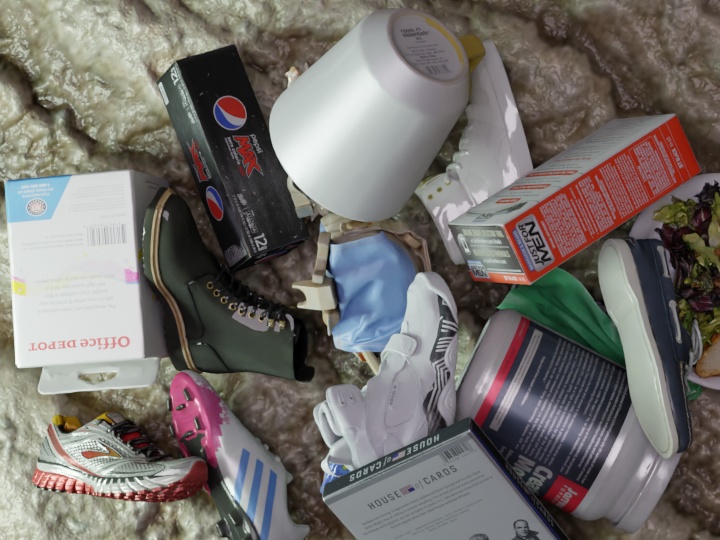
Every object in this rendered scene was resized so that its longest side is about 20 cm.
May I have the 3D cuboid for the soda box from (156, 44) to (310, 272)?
[{"bbox_3d":[-0.121,-0.106,1.725,0.070,0.063,0.202,-19,85,-28],"label":"soda box"}]

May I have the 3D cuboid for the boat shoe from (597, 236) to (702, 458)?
[{"bbox_3d":[0.258,0.063,1.569,0.061,0.075,0.201,-5,61,-17],"label":"boat shoe"}]

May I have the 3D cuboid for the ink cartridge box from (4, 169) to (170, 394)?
[{"bbox_3d":[-0.251,0.013,1.726,0.127,0.125,0.202,-4,88,10],"label":"ink cartridge box"}]

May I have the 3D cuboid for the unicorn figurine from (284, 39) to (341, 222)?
[{"bbox_3d":[-0.013,-0.140,1.711,0.199,0.074,0.138,-31,94,2],"label":"unicorn figurine"}]

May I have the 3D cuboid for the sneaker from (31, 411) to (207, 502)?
[{"bbox_3d":[-0.230,0.175,1.722,0.198,0.078,0.083,3,83,32],"label":"sneaker"}]

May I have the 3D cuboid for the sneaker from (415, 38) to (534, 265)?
[{"bbox_3d":[0.100,-0.107,1.693,0.115,0.074,0.202,-13,88,6],"label":"sneaker"}]

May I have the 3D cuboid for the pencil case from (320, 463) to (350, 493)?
[{"bbox_3d":[0.064,0.200,1.626,0.199,0.087,0.078,25,119,0],"label":"pencil case"}]

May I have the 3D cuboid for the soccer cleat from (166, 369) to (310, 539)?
[{"bbox_3d":[-0.116,0.183,1.731,0.086,0.070,0.201,-18,80,-36],"label":"soccer cleat"}]

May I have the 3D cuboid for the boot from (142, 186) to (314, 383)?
[{"bbox_3d":[-0.117,0.015,1.683,0.137,0.078,0.201,7,134,22],"label":"boot"}]

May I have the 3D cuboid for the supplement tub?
[{"bbox_3d":[0.181,0.136,1.633,0.199,0.140,0.141,27,93,2],"label":"supplement tub"}]

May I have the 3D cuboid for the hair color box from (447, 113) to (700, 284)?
[{"bbox_3d":[0.189,-0.064,1.613,0.199,0.111,0.064,-31,103,-19],"label":"hair color box"}]

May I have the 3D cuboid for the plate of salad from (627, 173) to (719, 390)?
[{"bbox_3d":[0.333,0.007,1.636,0.198,0.048,0.202,2,77,-8],"label":"plate of salad"}]

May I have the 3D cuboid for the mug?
[{"bbox_3d":[0.023,-0.160,1.595,0.149,0.187,0.153,29,134,-14],"label":"mug"}]

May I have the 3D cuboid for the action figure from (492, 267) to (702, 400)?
[{"bbox_3d":[0.229,0.059,1.661,0.199,0.118,0.055,35,66,-6],"label":"action figure"}]

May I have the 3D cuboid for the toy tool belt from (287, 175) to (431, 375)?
[{"bbox_3d":[0.000,0.000,1.649,0.124,0.123,0.201,-14,118,9],"label":"toy tool belt"}]

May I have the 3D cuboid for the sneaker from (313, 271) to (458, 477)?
[{"bbox_3d":[0.022,0.092,1.577,0.114,0.075,0.202,6,70,-11],"label":"sneaker"}]

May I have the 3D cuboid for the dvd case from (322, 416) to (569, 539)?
[{"bbox_3d":[0.083,0.224,1.552,0.149,0.025,0.200,-27,120,21],"label":"dvd case"}]
